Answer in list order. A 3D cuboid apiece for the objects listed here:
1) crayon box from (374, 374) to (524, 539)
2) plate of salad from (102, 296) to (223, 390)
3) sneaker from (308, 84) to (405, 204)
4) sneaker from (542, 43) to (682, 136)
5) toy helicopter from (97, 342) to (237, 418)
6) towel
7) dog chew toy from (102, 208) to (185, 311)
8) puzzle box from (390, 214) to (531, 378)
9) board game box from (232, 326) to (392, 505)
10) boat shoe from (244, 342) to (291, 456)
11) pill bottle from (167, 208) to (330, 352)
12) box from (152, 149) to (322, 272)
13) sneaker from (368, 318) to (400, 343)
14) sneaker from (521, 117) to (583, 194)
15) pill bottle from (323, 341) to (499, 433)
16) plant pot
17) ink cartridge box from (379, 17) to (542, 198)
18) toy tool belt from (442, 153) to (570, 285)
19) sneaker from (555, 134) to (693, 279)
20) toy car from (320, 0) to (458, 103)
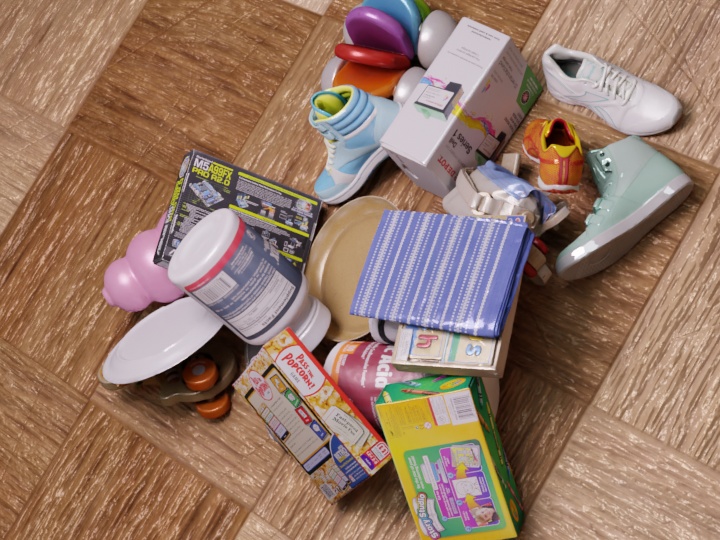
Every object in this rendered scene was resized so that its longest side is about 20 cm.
[{"bbox_3d":[0.106,0.223,1.486,0.119,0.058,0.200,-13,106,21],"label":"crayon box"},{"bbox_3d":[-0.256,0.096,1.714,0.200,0.048,0.200,-24,23,11],"label":"plate of salad"},{"bbox_3d":[-0.034,-0.177,1.707,0.200,0.130,0.080,-45,34,37],"label":"sneaker"},{"bbox_3d":[0.314,-0.231,1.621,0.200,0.080,0.071,26,81,30],"label":"sneaker"},{"bbox_3d":[-0.267,0.132,1.758,0.200,0.079,0.132,-3,46,13],"label":"toy helicopter"},{"bbox_3d":[0.094,0.001,1.479,0.200,0.024,0.145,8,69,32],"label":"towel"},{"bbox_3d":[-0.271,-0.013,1.781,0.200,0.125,0.125,-32,59,-3],"label":"dog chew toy"},{"bbox_3d":[0.119,0.027,1.478,0.133,0.025,0.200,1,64,26],"label":"puzzle box"},{"bbox_3d":[-0.062,0.182,1.556,0.046,0.152,0.200,-37,84,-30],"label":"board game box"},{"bbox_3d":[-0.112,0.155,1.687,0.067,0.057,0.200,-32,60,12],"label":"boat shoe"},{"bbox_3d":[-0.138,0.025,1.634,0.120,0.200,0.120,-36,29,23],"label":"pill bottle"},{"bbox_3d":[-0.164,-0.054,1.724,0.044,0.200,0.161,-17,56,62],"label":"box"},{"bbox_3d":[0.110,0.031,1.575,0.115,0.075,0.200,12,42,43],"label":"sneaker"},{"bbox_3d":[0.247,-0.159,1.583,0.073,0.200,0.077,3,113,-5],"label":"sneaker"},{"bbox_3d":[0.063,0.146,1.571,0.200,0.114,0.114,0,70,26],"label":"pill bottle"},{"bbox_3d":[0.000,0.000,1.683,0.200,0.027,0.200,-20,61,40],"label":"plant pot"},{"bbox_3d":[0.134,-0.203,1.658,0.084,0.145,0.200,32,86,32],"label":"ink cartridge box"},{"bbox_3d":[0.196,-0.078,1.578,0.123,0.125,0.200,-48,33,0],"label":"toy tool belt"},{"bbox_3d":[0.297,-0.081,1.569,0.200,0.074,0.118,-38,64,-3],"label":"sneaker"},{"bbox_3d":[0.028,-0.303,1.747,0.175,0.150,0.200,17,78,31],"label":"toy car"}]
